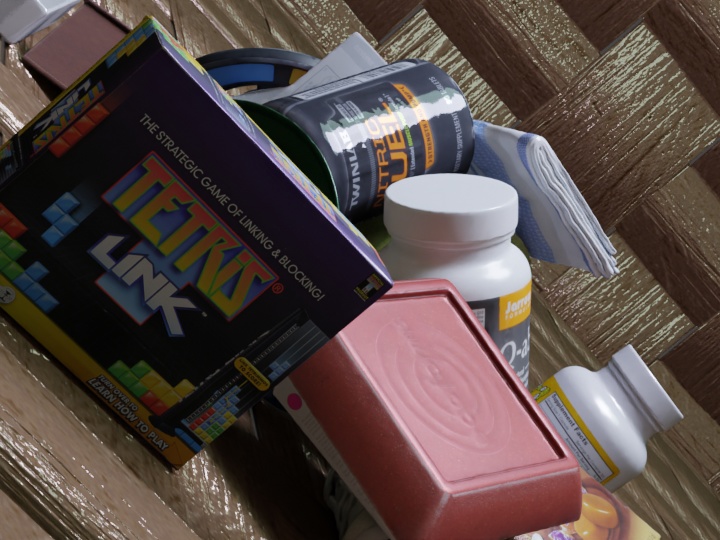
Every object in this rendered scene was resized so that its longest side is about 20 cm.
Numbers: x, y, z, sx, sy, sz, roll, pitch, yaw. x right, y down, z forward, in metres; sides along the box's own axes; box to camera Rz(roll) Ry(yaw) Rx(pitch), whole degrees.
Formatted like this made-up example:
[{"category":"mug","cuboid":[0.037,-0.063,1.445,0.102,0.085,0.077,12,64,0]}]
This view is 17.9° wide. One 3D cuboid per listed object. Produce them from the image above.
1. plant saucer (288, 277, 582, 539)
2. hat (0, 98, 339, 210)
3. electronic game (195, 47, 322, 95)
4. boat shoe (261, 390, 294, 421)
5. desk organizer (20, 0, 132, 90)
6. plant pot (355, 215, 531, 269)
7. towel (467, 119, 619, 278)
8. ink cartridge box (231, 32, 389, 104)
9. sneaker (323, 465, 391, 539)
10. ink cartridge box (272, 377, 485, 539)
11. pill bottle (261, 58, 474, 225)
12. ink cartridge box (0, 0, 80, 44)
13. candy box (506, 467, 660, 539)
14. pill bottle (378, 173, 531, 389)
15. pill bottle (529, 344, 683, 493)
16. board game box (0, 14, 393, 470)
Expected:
[{"category":"plant saucer","cuboid":[0.045,0.079,1.440,0.200,0.037,0.200,-5,54,-53]},{"category":"hat","cuboid":[-0.137,-0.029,1.298,0.176,0.200,0.166,16,62,-63]},{"category":"electronic game","cuboid":[-0.073,-0.120,1.912,0.200,0.200,0.042,42,43,-43]},{"category":"boat shoe","cuboid":[0.001,0.072,1.568,0.200,0.072,0.072,24,30,19]},{"category":"desk organizer","cuboid":[-0.160,-0.111,1.734,0.200,0.077,0.072,37,-29,15]},{"category":"plant pot","cuboid":[0.000,0.000,1.799,0.184,0.200,0.200,42,2,34]},{"category":"towel","cuboid":[0.099,-0.062,1.760,0.200,0.024,0.147,17,-31,49]},{"category":"ink cartridge box","cuboid":[-0.045,-0.100,1.875,0.160,0.200,0.047,43,14,-42]},{"category":"sneaker","cuboid":[0.008,0.158,1.511,0.081,0.075,0.200,25,12,7]},{"category":"ink cartridge box","cuboid":[0.011,0.099,1.440,0.200,0.037,0.095,52,30,11]},{"category":"pill bottle","cuboid":[-0.019,-0.083,1.661,0.200,0.106,0.106,-22,67,-41]},{"category":"ink cartridge box","cuboid":[-0.300,-0.264,1.794,0.176,0.045,0.200,50,8,-8]},{"category":"candy box","cuboid":[0.116,0.209,1.517,0.117,0.056,0.200,41,35,-2]},{"category":"pill bottle","cuboid":[0.064,0.039,1.633,0.116,0.116,0.200,-108,-163,-70]},{"category":"pill bottle","cuboid":[0.155,0.146,1.823,0.104,0.200,0.104,54,4,-6]},{"category":"board game box","cuboid":[-0.108,-0.012,1.259,0.200,0.165,0.057,45,9,-27]}]
